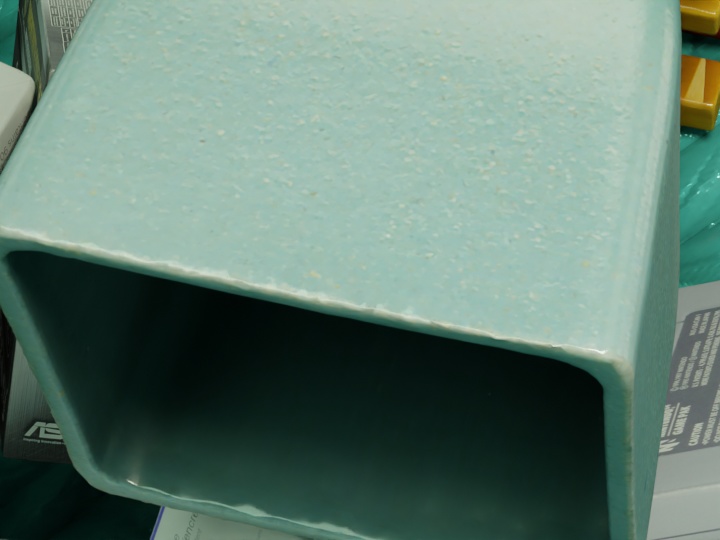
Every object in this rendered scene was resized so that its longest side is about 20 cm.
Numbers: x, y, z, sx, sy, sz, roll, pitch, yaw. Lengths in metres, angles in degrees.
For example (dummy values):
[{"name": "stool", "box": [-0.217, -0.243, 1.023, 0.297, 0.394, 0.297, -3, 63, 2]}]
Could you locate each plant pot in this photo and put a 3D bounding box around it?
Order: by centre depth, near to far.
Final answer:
[{"name": "plant pot", "box": [0.014, -0.035, 0.935, 0.196, 0.196, 0.200, 11, 65, 11]}]

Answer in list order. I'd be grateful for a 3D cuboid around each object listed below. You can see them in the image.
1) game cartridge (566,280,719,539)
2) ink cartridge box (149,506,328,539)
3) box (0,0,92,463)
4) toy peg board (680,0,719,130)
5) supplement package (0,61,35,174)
[{"name": "game cartridge", "box": [0.138, 0.051, 1.061, 0.133, 0.041, 0.200, -7, 19, 17]}, {"name": "ink cartridge box", "box": [-0.032, 0.186, 1.007, 0.200, 0.043, 0.198, 37, 111, 51]}, {"name": "box", "box": [-0.114, -0.036, 1.155, 0.048, 0.159, 0.200, 5, 21, -11]}, {"name": "toy peg board", "box": [0.122, -0.119, 1.140, 0.098, 0.200, 0.199, 12, 69, 11]}, {"name": "supplement package", "box": [-0.236, 0.025, 1.093, 0.147, 0.200, 0.191, 24, 51, 4]}]
